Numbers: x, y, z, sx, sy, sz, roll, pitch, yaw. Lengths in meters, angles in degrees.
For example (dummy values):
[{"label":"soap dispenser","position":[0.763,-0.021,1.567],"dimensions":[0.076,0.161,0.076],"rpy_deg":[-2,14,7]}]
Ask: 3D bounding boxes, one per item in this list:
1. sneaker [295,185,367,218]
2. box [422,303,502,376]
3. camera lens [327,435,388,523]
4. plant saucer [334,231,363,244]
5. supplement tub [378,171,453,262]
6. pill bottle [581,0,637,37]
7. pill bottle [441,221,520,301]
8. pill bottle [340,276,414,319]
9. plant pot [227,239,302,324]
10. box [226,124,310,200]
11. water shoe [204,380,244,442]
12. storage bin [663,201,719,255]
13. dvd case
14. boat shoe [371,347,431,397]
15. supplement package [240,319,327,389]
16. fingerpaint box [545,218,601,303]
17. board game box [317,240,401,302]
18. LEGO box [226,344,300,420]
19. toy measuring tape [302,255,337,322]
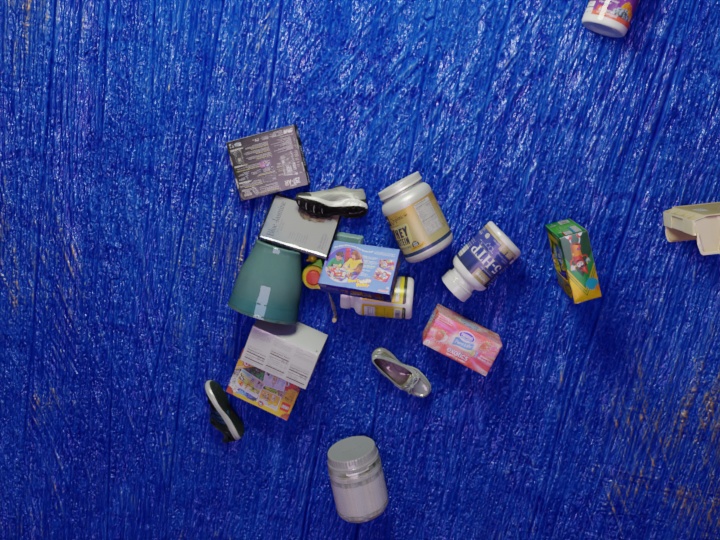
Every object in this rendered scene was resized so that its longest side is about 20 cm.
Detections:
[{"label":"sneaker","position":[-0.078,-0.190,1.640],"dimensions":[0.195,0.074,0.081],"rpy_deg":[3,62,-5]},{"label":"box","position":[0.278,0.188,1.675],"dimensions":[0.197,0.095,0.104],"rpy_deg":[28,103,-1]},{"label":"camera lens","position":[-0.008,0.608,1.766],"dimensions":[0.156,0.160,0.205],"rpy_deg":[-10,102,8]},{"label":"plant saucer","position":[-0.092,-0.077,1.696],"dimensions":[0.195,0.019,0.072],"rpy_deg":[10,104,3]},{"label":"supplement tub","position":[0.142,-0.139,1.591],"dimensions":[0.142,0.145,0.203],"rpy_deg":[-26,98,11]},{"label":"pill bottle","position":[0.614,-0.671,1.438],"dimensions":[0.109,0.112,0.204],"rpy_deg":[20,104,1]},{"label":"pill bottle","position":[0.315,-0.018,1.613],"dimensions":[0.120,0.120,0.200],"rpy_deg":[43,104,-4]},{"label":"pill bottle","position":[0.046,0.068,1.664],"dimensions":[0.195,0.113,0.115],"rpy_deg":[5,103,5]},{"label":"plant pot","position":[-0.242,0.024,1.654],"dimensions":[0.196,0.200,0.192],"rpy_deg":[16,94,2]},{"label":"box","position":[-0.248,-0.291,1.651],"dimensions":[0.195,0.044,0.164],"rpy_deg":[-13,101,9]},{"label":"water shoe","position":[-0.426,0.428,1.817],"dimensions":[0.078,0.072,0.203],"rpy_deg":[-26,98,13]},{"label":"storage bin","position":[0.877,-0.107,1.489],"dimensions":[0.194,0.200,0.096],"rpy_deg":[-6,101,7]},{"label":"dvd case","position":[-0.163,-0.121,1.649],"dimensions":[0.196,0.018,0.145],"rpy_deg":[16,64,2]},{"label":"boat shoe","position":[0.114,0.298,1.732],"dimensions":[0.201,0.065,0.075],"rpy_deg":[39,104,-3]},{"label":"supplement package","position":[-0.209,0.214,1.702],"dimensions":[0.197,0.156,0.113],"rpy_deg":[24,106,0]},{"label":"fingerpaint box","position":[0.535,-0.029,1.544],"dimensions":[0.072,0.200,0.170],"rpy_deg":[-15,101,10]},{"label":"board game box","position":[0.000,0.000,1.614],"dimensions":[0.195,0.045,0.137],"rpy_deg":[9,63,15]},{"label":"LEGO box","position":[-0.269,0.317,1.772],"dimensions":[0.197,0.077,0.151],"rpy_deg":[24,104,0]},{"label":"toy measuring tape","position":[-0.119,0.052,1.702],"dimensions":[0.072,0.074,0.205],"rpy_deg":[-13,101,9]}]
